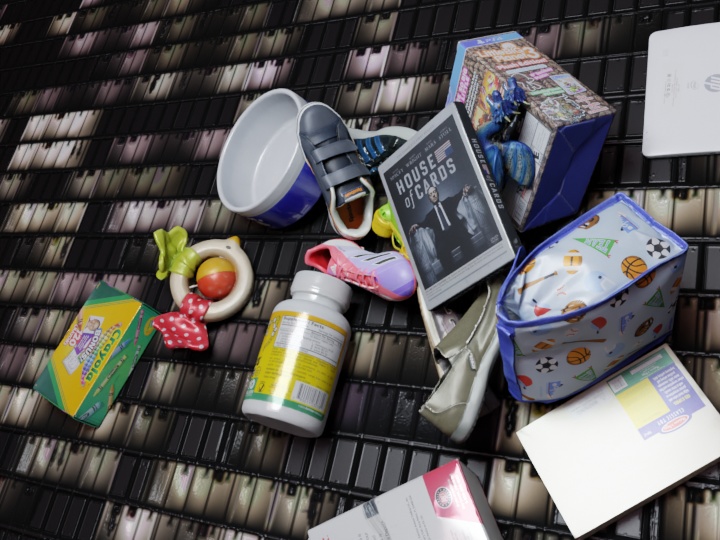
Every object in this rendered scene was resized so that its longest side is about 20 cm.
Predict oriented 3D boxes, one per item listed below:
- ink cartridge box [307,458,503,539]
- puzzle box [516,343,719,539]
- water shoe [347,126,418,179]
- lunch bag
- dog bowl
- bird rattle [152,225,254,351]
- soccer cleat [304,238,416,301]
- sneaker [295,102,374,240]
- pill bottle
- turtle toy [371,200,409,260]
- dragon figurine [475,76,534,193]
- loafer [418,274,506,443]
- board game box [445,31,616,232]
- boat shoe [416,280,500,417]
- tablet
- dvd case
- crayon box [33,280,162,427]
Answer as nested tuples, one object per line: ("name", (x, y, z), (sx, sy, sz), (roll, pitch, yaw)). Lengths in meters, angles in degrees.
("ink cartridge box", (0.058, 0.324, 0.853), (0.199, 0.084, 0.146), (-29, 55, 11))
("puzzle box", (0.288, 0.186, 0.841), (0.199, 0.025, 0.134), (-33, 54, 9))
("water shoe", (0.025, -0.163, 1.142), (0.199, 0.071, 0.080), (9, 72, 42))
("lunch bag", (0.233, 0.041, 0.833), (0.199, 0.171, 0.124), (-33, 50, -9))
("dog bowl", (-0.130, -0.170, 1.182), (0.199, 0.078, 0.202), (-23, 56, 38))
("bird rattle", (-0.241, 0.023, 1.166), (0.161, 0.113, 0.202), (-17, 59, -1))
("soccer cleat", (0.000, 0.000, 1.028), (0.199, 0.076, 0.068), (25, 119, 55))
("sneaker", (-0.028, -0.138, 1.074), (0.078, 0.202, 0.079), (-25, 17, -11))
("pill bottle", (-0.076, 0.108, 1.020), (0.112, 0.113, 0.202), (5, 68, 29))
("turtle toy", (0.104, -0.067, 1.017), (0.201, 0.100, 0.147), (57, 138, 35))
("dragon figurine", (0.165, -0.122, 0.911), (0.058, 0.202, 0.099), (-17, 15, -25))
("loafer", (0.120, 0.090, 0.877), (0.069, 0.075, 0.202), (20, 70, 4))
("board game box", (0.202, -0.180, 0.983), (0.096, 0.160, 0.200), (-17, 50, -25))
("boat shoe", (0.119, 0.089, 0.957), (0.064, 0.072, 0.202), (-18, 63, 6))
("tablet", (0.436, -0.236, 0.993), (0.129, 0.014, 0.202), (0, 65, 27))
("dvd case", (0.101, -0.074, 0.913), (0.150, 0.025, 0.202), (-36, 66, 44))
("crayon box", (-0.415, 0.130, 1.221), (0.118, 0.058, 0.201), (21, 75, 34))
